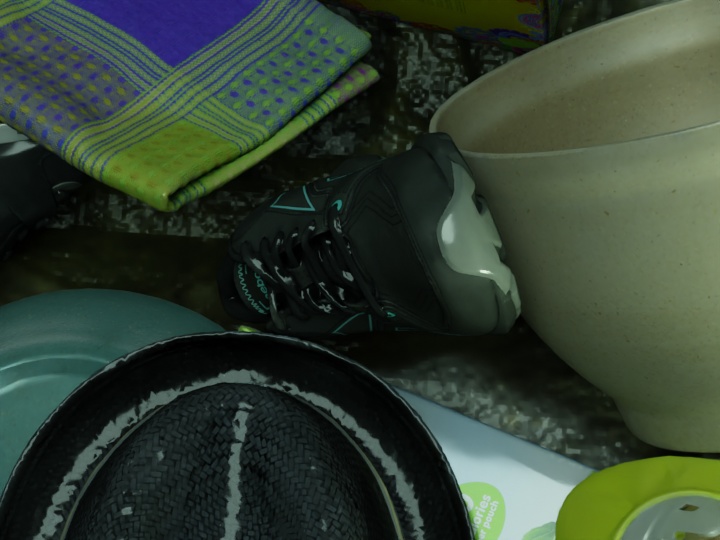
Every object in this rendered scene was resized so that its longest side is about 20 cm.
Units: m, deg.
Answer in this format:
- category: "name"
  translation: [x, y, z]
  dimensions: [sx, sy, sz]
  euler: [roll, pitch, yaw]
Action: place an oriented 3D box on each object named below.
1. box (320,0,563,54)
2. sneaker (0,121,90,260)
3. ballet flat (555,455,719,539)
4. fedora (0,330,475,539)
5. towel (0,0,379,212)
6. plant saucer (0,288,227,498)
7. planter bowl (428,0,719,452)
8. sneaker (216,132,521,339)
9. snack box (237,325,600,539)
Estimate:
- category: "box"
  translation: [0.038, -0.208, 0.913]
  dimensions: [0.122, 0.200, 0.193]
  euler: [16, 81, 8]
- category: "sneaker"
  translation: [-0.165, -0.023, 0.971]
  dimensions: [0.199, 0.076, 0.088]
  euler: [-16, 113, -9]
- category: "ballet flat"
  translation: [0.146, 0.107, 0.826]
  dimensions: [0.200, 0.067, 0.067]
  euler: [15, 95, 30]
- category: "fedora"
  translation: [-0.047, 0.111, 0.828]
  dimensions: [0.200, 0.092, 0.201]
  euler: [0, 75, 1]
- category: "towel"
  translation: [-0.107, -0.104, 0.946]
  dimensions: [0.200, 0.023, 0.144]
  euler: [35, 47, 20]
- category: "plant saucer"
  translation: [-0.110, 0.102, 0.910]
  dimensions: [0.199, 0.036, 0.201]
  euler: [-2, 78, 9]
- category: "planter bowl"
  translation: [0.137, -0.017, 0.890]
  dimensions: [0.200, 0.200, 0.135]
  euler: [-16, 106, 3]
- category: "sneaker"
  translation: [0.000, 0.000, 0.874]
  dimensions: [0.079, 0.200, 0.076]
  euler: [-23, 93, -12]
- category: "snack box"
  translation: [0.019, 0.125, 0.931]
  dimensions: [0.200, 0.053, 0.143]
  euler: [22, 82, 11]
